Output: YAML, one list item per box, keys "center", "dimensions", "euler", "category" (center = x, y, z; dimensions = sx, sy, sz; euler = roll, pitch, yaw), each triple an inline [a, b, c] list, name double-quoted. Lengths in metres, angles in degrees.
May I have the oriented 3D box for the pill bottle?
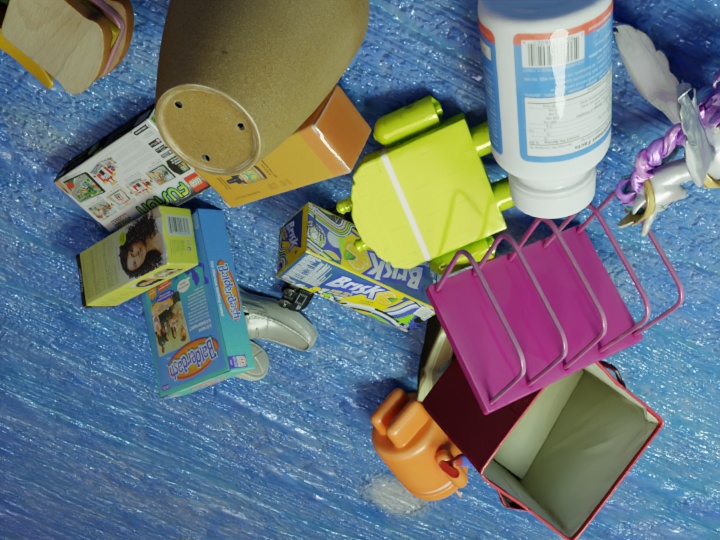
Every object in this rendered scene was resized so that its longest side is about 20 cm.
- center: [0.165, -0.151, 0.728]
  dimensions: [0.110, 0.113, 0.203]
  euler: [2, 133, 17]
  category: "pill bottle"

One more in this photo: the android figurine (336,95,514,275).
- center: [0.072, -0.079, 0.854]
  dimensions: [0.197, 0.041, 0.185]
  euler: [-23, 108, 15]
  category: "android figurine"

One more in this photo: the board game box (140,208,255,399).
- center: [-0.214, 0.045, 1.045]
  dimensions: [0.150, 0.205, 0.045]
  euler: [-22, 166, 38]
  category: "board game box"

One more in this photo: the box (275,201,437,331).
- center: [0.000, 0.000, 0.966]
  dimensions: [0.198, 0.071, 0.064]
  euler: [25, 139, -32]
  category: "box"

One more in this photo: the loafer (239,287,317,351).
- center: [-0.154, 0.068, 1.133]
  dimensions: [0.196, 0.071, 0.070]
  euler: [24, 142, -7]
  category: "loafer"

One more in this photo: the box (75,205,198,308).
- center: [-0.285, -0.013, 1.044]
  dimensions: [0.198, 0.077, 0.050]
  euler: [-24, 163, 39]
  category: "box"

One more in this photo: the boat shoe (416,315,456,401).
- center: [0.113, 0.116, 1.096]
  dimensions: [0.062, 0.074, 0.203]
  euler: [7, 142, 1]
  category: "boat shoe"

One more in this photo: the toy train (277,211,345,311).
- center: [-0.057, -0.006, 1.044]
  dimensions: [0.045, 0.035, 0.201]
  euler: [21, 140, -10]
  category: "toy train"

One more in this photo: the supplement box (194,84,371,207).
- center: [-0.086, -0.126, 0.871]
  dimensions: [0.197, 0.070, 0.067]
  euler: [-12, 133, 41]
  category: "supplement box"

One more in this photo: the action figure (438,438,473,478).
- center: [0.199, 0.270, 1.178]
  dimensions: [0.098, 0.067, 0.199]
  euler: [26, -172, 31]
  category: "action figure"

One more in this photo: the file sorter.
- center: [0.191, 0.024, 0.813]
  dimensions: [0.196, 0.141, 0.126]
  euler: [-21, 163, -18]
  category: "file sorter"

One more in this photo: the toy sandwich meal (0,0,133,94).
- center: [-0.325, -0.264, 0.818]
  dimensions: [0.200, 0.071, 0.207]
  euler: [10, 139, 9]
  category: "toy sandwich meal"

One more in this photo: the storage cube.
- center: [0.207, 0.170, 0.982]
  dimensions: [0.170, 0.180, 0.201]
  euler: [37, 92, -24]
  category: "storage cube"

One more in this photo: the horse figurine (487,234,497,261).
- center: [0.093, -0.056, 0.923]
  dimensions: [0.195, 0.050, 0.134]
  euler: [11, 134, 4]
  category: "horse figurine"

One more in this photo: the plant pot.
- center: [-0.103, -0.185, 0.728]
  dimensions: [0.182, 0.203, 0.188]
  euler: [11, 141, 9]
  category: "plant pot"

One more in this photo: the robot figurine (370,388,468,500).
- center: [0.090, 0.262, 1.233]
  dimensions: [0.141, 0.118, 0.201]
  euler: [-13, 131, 27]
  category: "robot figurine"

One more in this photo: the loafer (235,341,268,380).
- center: [-0.225, 0.105, 1.207]
  dimensions: [0.199, 0.073, 0.062]
  euler: [37, 143, -27]
  category: "loafer"

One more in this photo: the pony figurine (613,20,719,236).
- center: [0.301, -0.126, 0.706]
  dimensions: [0.196, 0.169, 0.194]
  euler: [-20, 131, 13]
  category: "pony figurine"

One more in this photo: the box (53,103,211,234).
- center: [-0.270, -0.115, 0.996]
  dimensions: [0.197, 0.035, 0.110]
  euler: [-20, 127, 36]
  category: "box"
